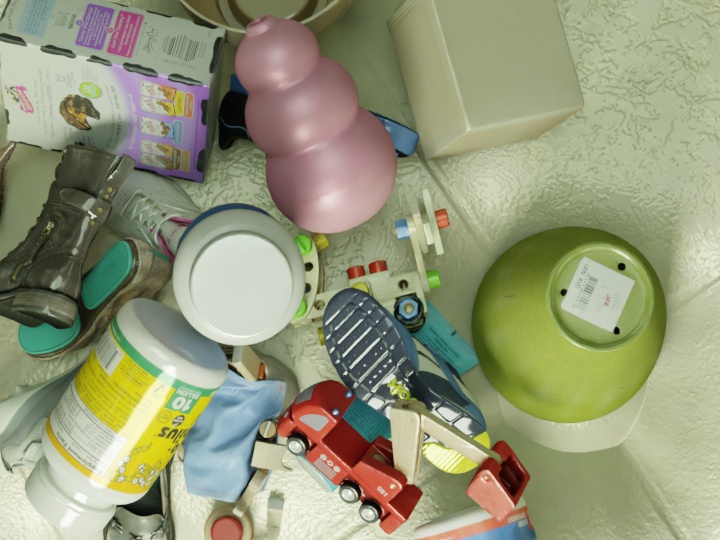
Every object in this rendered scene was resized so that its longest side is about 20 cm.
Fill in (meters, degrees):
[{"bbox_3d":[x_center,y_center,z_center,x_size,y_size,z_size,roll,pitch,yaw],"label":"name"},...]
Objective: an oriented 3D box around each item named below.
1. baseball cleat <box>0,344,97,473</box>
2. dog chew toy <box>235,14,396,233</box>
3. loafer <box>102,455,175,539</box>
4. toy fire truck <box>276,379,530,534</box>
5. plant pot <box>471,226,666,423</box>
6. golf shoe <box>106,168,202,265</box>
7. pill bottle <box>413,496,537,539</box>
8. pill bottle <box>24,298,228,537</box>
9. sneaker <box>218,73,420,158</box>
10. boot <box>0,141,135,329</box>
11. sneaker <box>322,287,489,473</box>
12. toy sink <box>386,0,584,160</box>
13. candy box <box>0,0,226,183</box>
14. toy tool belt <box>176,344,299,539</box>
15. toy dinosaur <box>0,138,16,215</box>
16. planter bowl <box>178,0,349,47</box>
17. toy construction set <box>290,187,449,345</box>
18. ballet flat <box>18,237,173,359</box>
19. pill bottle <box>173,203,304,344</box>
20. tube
[{"bbox_3d":[-0.257,0.132,1.371,0.198,0.070,0.107,-27,74,9],"label":"baseball cleat"},{"bbox_3d":[-0.048,-0.135,1.293,0.124,0.125,0.201,-28,113,-2],"label":"dog chew toy"},{"bbox_3d":[-0.211,0.216,1.359,0.071,0.063,0.203,3,82,1],"label":"loafer"},{"bbox_3d":[0.035,0.160,1.268,0.200,0.049,0.141,43,126,-1],"label":"toy fire truck"},{"bbox_3d":[0.199,0.038,1.293,0.185,0.200,0.190,0,81,1],"label":"plant pot"},{"bbox_3d":[-0.184,-0.045,1.382,0.199,0.092,0.076,32,86,8],"label":"golf shoe"},{"bbox_3d":[0.127,0.316,1.306,0.111,0.112,0.202,-18,82,0],"label":"pill bottle"},{"bbox_3d":[-0.214,0.135,1.280,0.112,0.113,0.201,37,103,7],"label":"pill bottle"},{"bbox_3d":[-0.043,-0.131,1.404,0.198,0.070,0.079,16,97,5],"label":"sneaker"},{"bbox_3d":[-0.293,-0.038,1.357,0.199,0.069,0.176,5,72,45],"label":"boot"},{"bbox_3d":[0.041,0.097,1.320,0.074,0.082,0.200,-39,95,17],"label":"sneaker"},{"bbox_3d":[0.109,-0.223,1.367,0.129,0.112,0.202,-14,84,-22],"label":"toy sink"},{"bbox_3d":[-0.233,-0.173,1.345,0.197,0.168,0.072,13,61,-3],"label":"candy box"},{"bbox_3d":[-0.119,0.167,1.332,0.123,0.123,0.203,7,83,4],"label":"toy tool belt"},{"bbox_3d":[-0.405,-0.042,1.399,0.199,0.086,0.136,-35,93,-20],"label":"toy dinosaur"},{"bbox_3d":[-0.089,-0.295,1.385,0.197,0.135,0.203,-1,75,2],"label":"planter bowl"},{"bbox_3d":[0.000,0.000,1.365,0.198,0.092,0.133,-18,76,16],"label":"toy construction set"},{"bbox_3d":[-0.249,0.035,1.371,0.199,0.067,0.069,-30,63,37],"label":"ballet flat"},{"bbox_3d":[-0.105,0.002,1.225,0.111,0.200,0.114,0,95,-6],"label":"pill bottle"},{"bbox_3d":[0.024,0.124,1.371,0.200,0.050,0.077,-44,89,-13],"label":"tube"}]
